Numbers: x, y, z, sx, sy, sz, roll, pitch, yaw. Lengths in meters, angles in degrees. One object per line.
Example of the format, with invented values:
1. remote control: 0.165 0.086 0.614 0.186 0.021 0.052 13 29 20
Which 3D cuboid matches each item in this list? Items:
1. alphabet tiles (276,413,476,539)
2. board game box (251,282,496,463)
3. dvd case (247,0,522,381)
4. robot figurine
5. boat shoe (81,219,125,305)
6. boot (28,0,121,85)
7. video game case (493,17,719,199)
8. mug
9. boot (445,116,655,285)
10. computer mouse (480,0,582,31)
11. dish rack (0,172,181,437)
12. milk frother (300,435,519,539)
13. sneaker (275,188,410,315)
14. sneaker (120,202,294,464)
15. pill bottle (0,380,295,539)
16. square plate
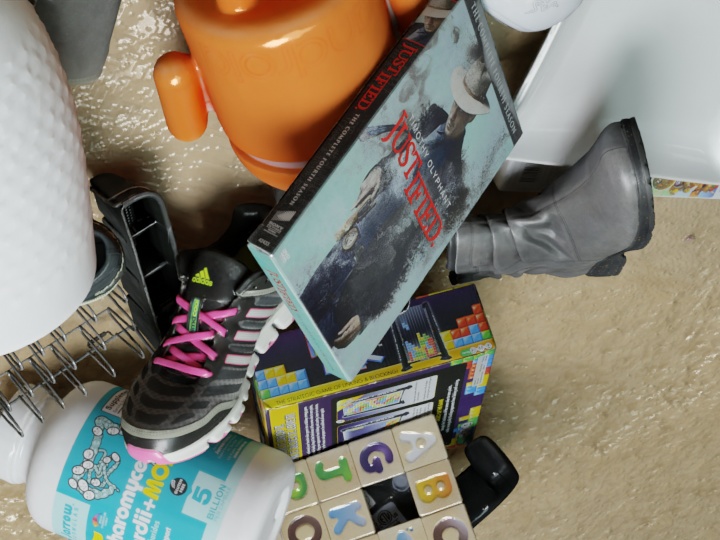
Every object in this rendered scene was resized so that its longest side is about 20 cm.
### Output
1. alphabet tiles: 0.007 0.224 1.032 0.167 0.201 0.008 -20 169 6
2. board game box: 0.006 0.091 1.057 0.165 0.057 0.200 -13 156 -8
3. dvd case: 0.022 -0.050 0.835 0.200 0.022 0.146 -55 148 -19
4. robot figurine: -0.038 -0.124 0.828 0.144 0.116 0.200 -49 144 -24
5. boat shoe: -0.227 0.013 0.816 0.199 0.075 0.066 -10 -179 -18
6. boot: -0.186 -0.195 0.744 0.181 0.073 0.200 13 134 -28
7. video game case: 0.204 -0.111 1.006 0.199 0.018 0.143 1 132 -22
8. mug: -0.239 -0.070 0.731 0.199 0.148 0.176 11 129 12
9. boot: 0.117 -0.033 0.960 0.131 0.070 0.200 -5 157 -3
10. computer mouse: 0.060 -0.202 0.811 0.200 0.044 0.110 37 113 -27
11. dish rack: -0.207 0.037 0.920 0.200 0.055 0.154 -34 140 -23
12. milk frother: 0.068 0.243 1.123 0.180 0.201 0.188 -22 163 2
13. sneaker: 0.003 -0.002 0.948 0.060 0.104 0.200 -37 147 13
14. sneaker: -0.096 0.031 0.925 0.074 0.200 0.088 14 140 26
15. pill bottle: -0.154 0.146 1.006 0.199 0.111 0.111 20 132 9
16. square plate: 0.202 -0.146 0.937 0.199 0.028 0.198 4 130 -24
